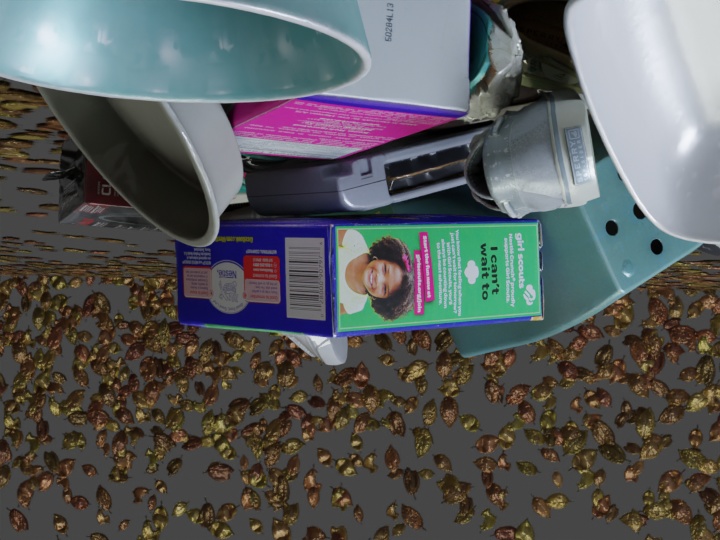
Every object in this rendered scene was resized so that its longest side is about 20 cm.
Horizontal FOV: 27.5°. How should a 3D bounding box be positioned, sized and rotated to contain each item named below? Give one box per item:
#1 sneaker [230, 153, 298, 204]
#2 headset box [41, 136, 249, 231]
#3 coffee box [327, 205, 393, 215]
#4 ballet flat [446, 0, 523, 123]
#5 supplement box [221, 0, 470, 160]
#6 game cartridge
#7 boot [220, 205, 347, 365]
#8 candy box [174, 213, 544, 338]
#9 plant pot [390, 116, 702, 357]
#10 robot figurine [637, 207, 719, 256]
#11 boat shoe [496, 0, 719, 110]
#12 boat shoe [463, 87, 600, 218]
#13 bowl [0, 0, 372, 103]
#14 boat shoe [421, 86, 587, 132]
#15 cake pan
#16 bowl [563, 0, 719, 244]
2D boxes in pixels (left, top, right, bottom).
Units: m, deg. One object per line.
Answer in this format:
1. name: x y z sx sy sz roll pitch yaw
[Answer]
1. sneaker: -0.045 -0.112 1.107 0.199 0.084 0.121 -13 162 -41
2. headset box: -0.163 -0.076 1.231 0.198 0.078 0.149 3 174 -20
3. coffee box: -0.001 -0.058 1.329 0.122 0.044 0.200 -29 -175 16
4. ballet flat: 0.057 -0.117 0.866 0.071 0.072 0.200 5 -179 -22
5. supplement box: -0.023 -0.128 0.841 0.103 0.102 0.200 4 176 -24
6. game cartridge: 0.027 -0.073 1.023 0.199 0.042 0.133 -17 -174 -34
7. boot: -0.080 0.016 1.219 0.095 0.074 0.201 -10 140 15
8. candy box: 0.000 0.000 1.014 0.199 0.078 0.168 -5 -175 -42
9. plant pot: 0.148 -0.032 1.101 0.141 0.142 0.200 -29 -172 -25
10. robot figurine: 0.302 -0.073 1.125 0.124 0.151 0.200 35 170 -6
11. boat shoe: 0.172 -0.129 0.874 0.198 0.074 0.063 4 177 -2
12. boat shoe: 0.093 -0.066 0.839 0.071 0.071 0.201 -8 -176 5
13. bowl: -0.092 -0.146 0.655 0.199 0.106 0.201 2 175 0
14. boat shoe: 0.080 -0.129 1.003 0.071 0.060 0.199 -18 -169 -36
15. cake pan: -0.139 -0.104 0.875 0.037 0.201 0.200 -40 -169 -20
16. bowl: 0.224 -0.104 0.778 0.199 0.075 0.200 -2 137 32
